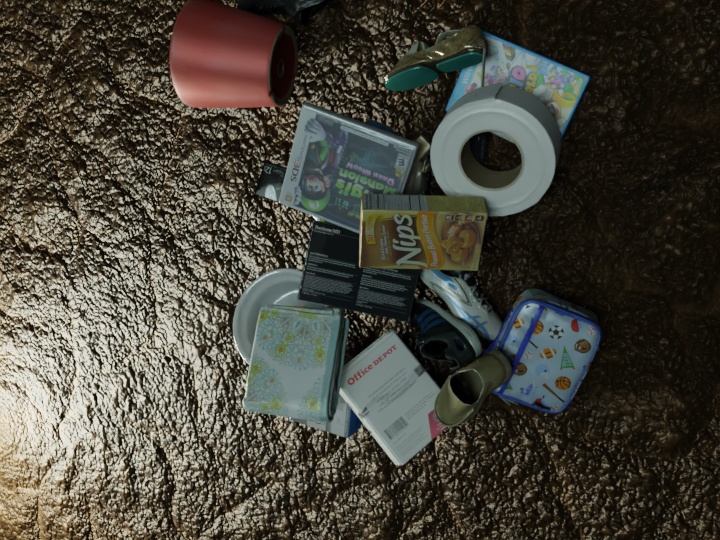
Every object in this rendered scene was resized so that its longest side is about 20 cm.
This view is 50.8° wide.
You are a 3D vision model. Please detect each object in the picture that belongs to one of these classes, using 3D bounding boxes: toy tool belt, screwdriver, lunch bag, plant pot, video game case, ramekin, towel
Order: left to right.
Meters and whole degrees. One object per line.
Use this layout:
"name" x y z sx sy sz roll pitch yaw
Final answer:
"plant pot" -0.218 -0.379 1.367 0.177 0.200 0.201 12 108 13
"ramekin" -0.133 0.105 1.446 0.200 0.098 0.201 -6 72 20
"towel" -0.113 0.159 1.344 0.171 0.048 0.201 3 76 24
"video game case" -0.024 -0.159 1.254 0.199 0.023 0.182 21 120 6
"toy tool belt" 0.032 -0.210 1.301 0.200 0.125 0.123 31 135 24
"screwdriver" 0.193 -0.263 1.237 0.029 0.028 0.201 -3 122 7
"video game case" 0.253 -0.287 1.236 0.200 0.018 0.143 30 114 18
"lunch bag" 0.296 0.138 1.261 0.160 0.076 0.200 21 112 1

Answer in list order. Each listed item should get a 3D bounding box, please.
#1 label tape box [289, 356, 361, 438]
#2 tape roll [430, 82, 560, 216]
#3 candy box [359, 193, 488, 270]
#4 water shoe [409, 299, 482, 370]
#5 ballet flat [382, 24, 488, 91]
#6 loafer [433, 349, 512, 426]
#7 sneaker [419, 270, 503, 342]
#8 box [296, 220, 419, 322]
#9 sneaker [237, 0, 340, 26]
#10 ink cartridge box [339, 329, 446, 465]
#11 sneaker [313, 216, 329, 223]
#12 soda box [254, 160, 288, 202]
"label tape box" -0.093 0.234 1.513 0.199 0.063 0.145 12 107 24
"tape roll" 0.215 -0.190 1.213 0.202 0.071 0.203 12 126 17
"candy box" 0.098 -0.062 1.234 0.199 0.055 0.116 1 127 -2
"water shoe" 0.123 0.108 1.319 0.200 0.079 0.072 24 143 55
"ballet flat" 0.123 -0.356 1.262 0.200 0.070 0.066 -9 74 36
"loafer" 0.172 0.200 1.266 0.076 0.067 0.200 57 137 26
"sneaker" 0.185 0.045 1.320 0.200 0.072 0.073 45 124 9
"box" 0.000 0.000 1.338 0.199 0.079 0.142 12 93 -3
"sneaker" -0.128 -0.482 1.361 0.199 0.060 0.104 -25 85 26
"ink cartridge box" 0.060 0.231 1.384 0.146 0.085 0.200 -37 84 -13
"sneaker" -0.039 -0.106 1.401 0.081 0.074 0.200 -40 85 25
"soda box" -0.081 -0.133 1.345 0.199 0.071 0.064 18 94 8
